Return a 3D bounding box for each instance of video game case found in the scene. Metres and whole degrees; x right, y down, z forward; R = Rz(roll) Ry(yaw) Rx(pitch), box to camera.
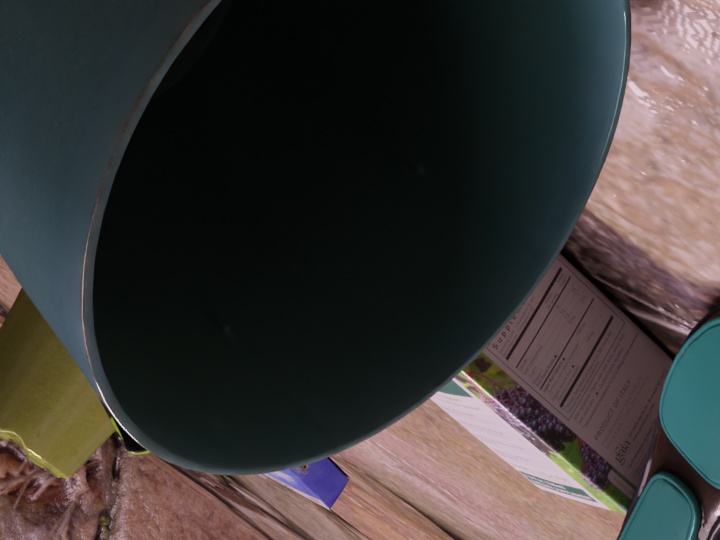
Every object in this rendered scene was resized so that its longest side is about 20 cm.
[{"bbox_3d":[-0.129,0.176,1.682,0.181,0.045,0.200,21,160,37],"label":"video game case"}]

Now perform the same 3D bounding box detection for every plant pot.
[{"bbox_3d":[-0.042,-0.062,0.480,0.161,0.201,0.201,39,171,37],"label":"plant pot"},{"bbox_3d":[-0.273,0.087,1.425,0.200,0.190,0.200,32,166,9],"label":"plant pot"}]

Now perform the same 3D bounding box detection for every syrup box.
[{"bbox_3d":[0.066,0.030,0.740,0.200,0.081,0.079,40,163,-26],"label":"syrup box"}]

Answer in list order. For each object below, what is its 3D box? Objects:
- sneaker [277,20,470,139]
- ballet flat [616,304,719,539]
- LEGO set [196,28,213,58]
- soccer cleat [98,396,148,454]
[{"bbox_3d":[-0.007,-0.073,0.620,0.200,0.079,0.096,13,146,35],"label":"sneaker"},{"bbox_3d":[0.168,0.086,0.694,0.073,0.073,0.200,28,130,20],"label":"ballet flat"},{"bbox_3d":[-0.139,-0.081,0.640,0.116,0.154,0.200,11,-163,-20],"label":"LEGO set"},{"bbox_3d":[-0.147,0.011,0.878,0.081,0.067,0.200,-69,-42,-79],"label":"soccer cleat"}]
